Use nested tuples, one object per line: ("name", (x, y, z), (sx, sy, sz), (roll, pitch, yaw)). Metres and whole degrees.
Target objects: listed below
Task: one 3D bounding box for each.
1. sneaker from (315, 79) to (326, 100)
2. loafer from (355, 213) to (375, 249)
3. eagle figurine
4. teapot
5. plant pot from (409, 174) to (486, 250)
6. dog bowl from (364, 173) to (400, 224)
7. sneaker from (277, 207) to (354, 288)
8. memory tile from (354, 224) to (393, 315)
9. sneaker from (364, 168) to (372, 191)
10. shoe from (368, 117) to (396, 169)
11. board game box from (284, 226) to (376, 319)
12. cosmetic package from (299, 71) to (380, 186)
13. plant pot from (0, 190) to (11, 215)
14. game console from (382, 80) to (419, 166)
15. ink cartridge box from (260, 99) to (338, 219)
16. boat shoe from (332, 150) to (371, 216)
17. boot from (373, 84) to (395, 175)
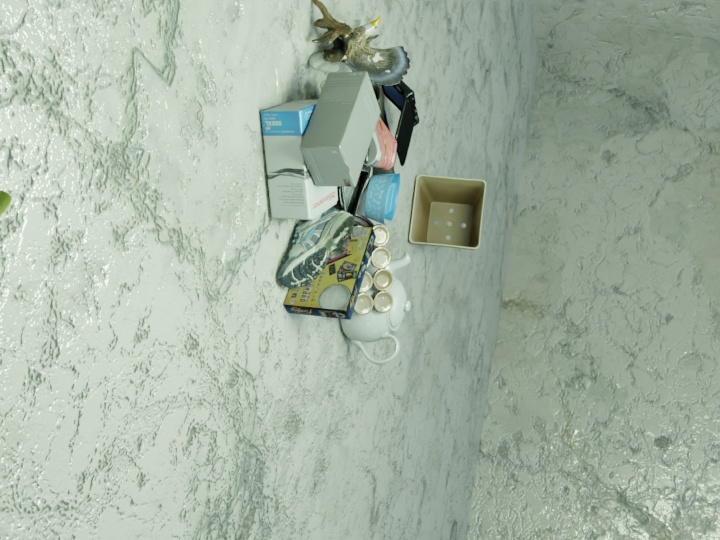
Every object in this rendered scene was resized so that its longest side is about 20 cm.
("sneaker", (-0.052, -0.319, 1.659), (0.075, 0.090, 0.200), (-54, 174, -25))
("loafer", (-0.001, -0.075, 1.848), (0.200, 0.072, 0.063), (48, 54, -66))
("eagle figurine", (-0.004, -0.453, 1.639), (0.200, 0.151, 0.152), (25, 60, -60))
("teapot", (0.046, 0.084, 1.892), (0.197, 0.146, 0.201), (-56, 145, -52))
("plant pot", (0.258, -0.154, 2.366), (0.177, 0.199, 0.200), (50, 47, -78))
("dog bowl", (0.049, -0.166, 1.815), (0.200, 0.049, 0.112), (-45, 145, -77))
("sneaker", (-0.101, -0.048, 1.587), (0.200, 0.086, 0.078), (-47, 151, -24))
("memory tile", (0.000, 0.000, 1.780), (0.017, 0.153, 0.201), (-168, -107, -67))
("sneaker", (-0.028, -0.195, 1.733), (0.080, 0.078, 0.200), (77, 28, -51))
("shoe", (0.020, -0.317, 1.776), (0.091, 0.071, 0.201), (6, 67, -58))
("board game box", (-0.059, -0.001, 1.612), (0.035, 0.135, 0.200), (66, 35, -52))
("cosmetic package", (-0.034, -0.257, 1.465), (0.107, 0.090, 0.200), (68, 34, -48))
("plant pot", (-0.415, -0.094, 0.626), (0.190, 0.200, 0.200), (68, 31, -25))
("game console", (0.073, -0.370, 1.916), (0.116, 0.176, 0.200), (-43, 168, -1))
("ink cartridge box", (-0.110, -0.209, 1.505), (0.145, 0.083, 0.201), (-43, 133, -62))
("boat shoe", (-0.012, -0.196, 1.634), (0.074, 0.066, 0.200), (18, 93, -41))
("boot", (0.041, -0.306, 1.904), (0.200, 0.072, 0.182), (79, 11, -51))
